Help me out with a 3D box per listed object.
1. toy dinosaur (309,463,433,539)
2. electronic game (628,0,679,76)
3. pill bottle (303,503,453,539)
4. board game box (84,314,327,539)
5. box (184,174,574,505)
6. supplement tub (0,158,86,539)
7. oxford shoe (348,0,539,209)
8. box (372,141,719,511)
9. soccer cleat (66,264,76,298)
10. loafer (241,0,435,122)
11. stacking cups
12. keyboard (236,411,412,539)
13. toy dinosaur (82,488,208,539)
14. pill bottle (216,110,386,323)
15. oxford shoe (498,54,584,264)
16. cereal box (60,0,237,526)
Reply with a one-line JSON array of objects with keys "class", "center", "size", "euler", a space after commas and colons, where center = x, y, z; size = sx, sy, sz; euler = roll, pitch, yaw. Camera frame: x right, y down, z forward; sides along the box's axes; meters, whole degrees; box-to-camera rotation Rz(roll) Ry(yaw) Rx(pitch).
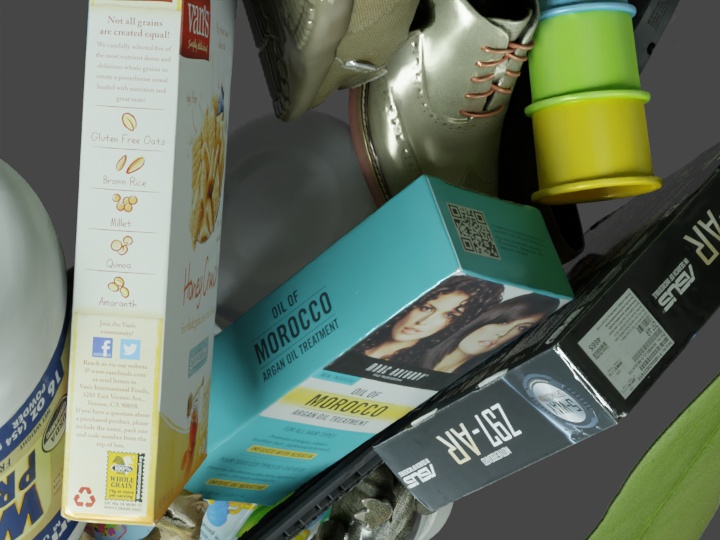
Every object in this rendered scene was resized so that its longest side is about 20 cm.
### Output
[{"class": "toy dinosaur", "center": [0.015, 0.127, 0.979], "size": [0.200, 0.077, 0.102], "euler": [-63, -171, 13]}, {"class": "electronic game", "center": [0.131, -0.125, 0.966], "size": [0.200, 0.042, 0.200], "euler": [-61, -178, 3]}, {"class": "pill bottle", "center": [-0.026, 0.150, 1.149], "size": [0.113, 0.113, 0.200], "euler": [-55, 157, 21]}, {"class": "board game box", "center": [-0.084, 0.119, 1.004], "size": [0.200, 0.105, 0.103], "euler": [-55, 157, 22]}, {"class": "box", "center": [-0.008, 0.037, 0.793], "size": [0.200, 0.049, 0.082], "euler": [-37, 148, 31]}, {"class": "supplement tub", "center": [-0.175, 0.053, 0.675], "size": [0.144, 0.144, 0.200], "euler": [-37, 156, -21]}, {"class": "oxford shoe", "center": [0.041, -0.091, 0.782], "size": [0.071, 0.074, 0.200], "euler": [-24, 115, -39]}, {"class": "box", "center": [0.114, 0.018, 0.831], "size": [0.200, 0.044, 0.160], "euler": [-42, -177, -36]}, {"class": "soccer cleat", "center": [-0.147, 0.065, 0.866], "size": [0.200, 0.068, 0.073], "euler": [-55, 173, 22]}, {"class": "loafer", "center": [-0.007, -0.108, 0.708], "size": [0.067, 0.076, 0.200], "euler": [-17, -179, -9]}, {"class": "stacking cups", "center": [0.094, -0.132, 0.805], "size": [0.060, 0.200, 0.061], "euler": [-7, 173, -1]}, {"class": "keyboard", "center": [-0.025, 0.116, 0.889], "size": [0.200, 0.021, 0.127], "euler": [-36, 177, -32]}, {"class": "toy dinosaur", "center": [-0.103, 0.141, 0.771], "size": [0.101, 0.058, 0.200], "euler": [-63, -166, -21]}, {"class": "pill bottle", "center": [0.000, 0.000, 0.914], "size": [0.111, 0.111, 0.200], "euler": [-48, 152, 4]}, {"class": "oxford shoe", "center": [0.080, -0.098, 0.860], "size": [0.073, 0.084, 0.200], "euler": [-38, 123, -62]}, {"class": "cereal box", "center": [-0.077, -0.016, 0.671], "size": [0.144, 0.039, 0.200], "euler": [-58, 152, -84]}]
